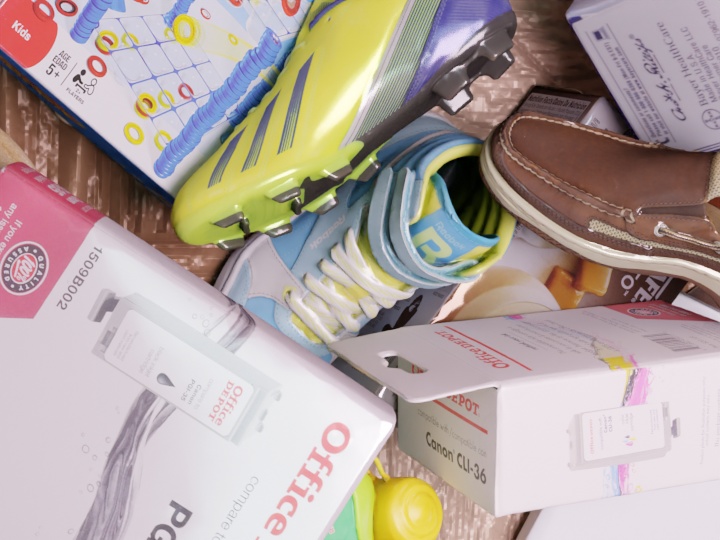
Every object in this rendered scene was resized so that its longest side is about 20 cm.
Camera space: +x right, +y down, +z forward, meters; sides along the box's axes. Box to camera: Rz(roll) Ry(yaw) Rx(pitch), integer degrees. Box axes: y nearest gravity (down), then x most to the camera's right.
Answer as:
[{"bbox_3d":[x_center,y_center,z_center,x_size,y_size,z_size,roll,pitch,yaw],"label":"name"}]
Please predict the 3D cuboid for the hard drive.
[{"bbox_3d":[0.180,0.122,1.053,0.132,0.027,0.200,25,97,-10],"label":"hard drive"}]

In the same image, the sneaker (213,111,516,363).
[{"bbox_3d":[0.000,0.000,0.940,0.080,0.131,0.200,41,82,-23],"label":"sneaker"}]

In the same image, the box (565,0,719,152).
[{"bbox_3d":[0.228,-0.123,0.981,0.184,0.105,0.200,57,46,-18],"label":"box"}]

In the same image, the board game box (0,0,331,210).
[{"bbox_3d":[-0.075,-0.146,0.890,0.196,0.056,0.200,-54,137,-6],"label":"board game box"}]

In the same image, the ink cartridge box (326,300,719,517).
[{"bbox_3d":[0.093,0.066,0.905,0.199,0.116,0.068,-5,103,-22],"label":"ink cartridge box"}]

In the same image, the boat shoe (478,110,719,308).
[{"bbox_3d":[0.160,-0.037,0.896,0.202,0.075,0.075,22,49,-4],"label":"boat shoe"}]

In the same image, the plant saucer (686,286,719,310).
[{"bbox_3d":[0.249,0.096,1.103,0.199,0.032,0.201,-3,100,-20],"label":"plant saucer"}]

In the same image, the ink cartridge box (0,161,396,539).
[{"bbox_3d":[-0.103,0.068,0.793,0.200,0.083,0.147,33,88,-3],"label":"ink cartridge box"}]

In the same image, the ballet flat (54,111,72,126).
[{"bbox_3d":[-0.115,-0.169,0.926,0.066,0.057,0.201,12,99,-49],"label":"ballet flat"}]

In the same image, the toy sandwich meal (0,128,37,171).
[{"bbox_3d":[-0.230,0.010,0.852,0.204,0.070,0.206,-2,98,-14],"label":"toy sandwich meal"}]

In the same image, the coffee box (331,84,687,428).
[{"bbox_3d":[0.091,0.013,1.003,0.114,0.080,0.200,41,82,-23],"label":"coffee box"}]

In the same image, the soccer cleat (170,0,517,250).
[{"bbox_3d":[-0.016,-0.086,0.900,0.200,0.065,0.084,-36,79,-4],"label":"soccer cleat"}]

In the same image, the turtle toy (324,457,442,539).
[{"bbox_3d":[-0.040,0.136,0.910,0.200,0.146,0.101,53,53,-19],"label":"turtle toy"}]
